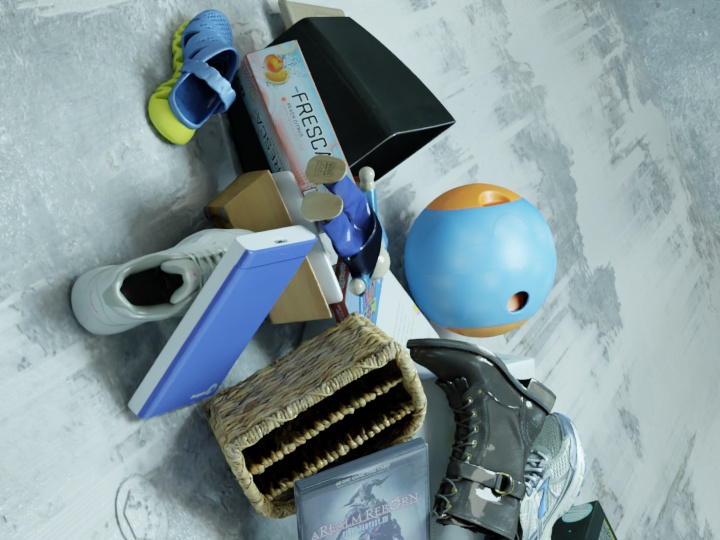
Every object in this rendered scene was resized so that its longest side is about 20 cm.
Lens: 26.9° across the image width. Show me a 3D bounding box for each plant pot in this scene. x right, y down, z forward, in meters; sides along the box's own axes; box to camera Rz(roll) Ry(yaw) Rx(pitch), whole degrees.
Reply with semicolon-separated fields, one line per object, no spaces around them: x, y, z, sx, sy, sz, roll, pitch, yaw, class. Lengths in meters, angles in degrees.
-0.040;-0.185;1.749;0.178;0.199;0.200;59;26;6;plant pot

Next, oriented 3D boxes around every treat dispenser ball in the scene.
0.156;-0.013;1.968;0.201;0.200;0.202;41;38;-43;treat dispenser ball

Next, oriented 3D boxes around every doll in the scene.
-0.006;-0.044;1.520;0.200;0.048;0.138;57;36;-60;doll

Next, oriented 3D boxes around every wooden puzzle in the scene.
-0.041;-0.257;1.960;0.200;0.037;0.187;-7;78;-67;wooden puzzle

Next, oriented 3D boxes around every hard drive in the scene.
-0.128;0.047;1.417;0.025;0.201;0.132;41;22;16;hard drive

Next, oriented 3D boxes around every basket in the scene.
-0.032;0.157;1.463;0.144;0.199;0.149;63;-10;-18;basket

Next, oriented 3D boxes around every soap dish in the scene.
-0.094;-0.023;1.556;0.200;0.081;0.158;-168;-125;-78;soap dish

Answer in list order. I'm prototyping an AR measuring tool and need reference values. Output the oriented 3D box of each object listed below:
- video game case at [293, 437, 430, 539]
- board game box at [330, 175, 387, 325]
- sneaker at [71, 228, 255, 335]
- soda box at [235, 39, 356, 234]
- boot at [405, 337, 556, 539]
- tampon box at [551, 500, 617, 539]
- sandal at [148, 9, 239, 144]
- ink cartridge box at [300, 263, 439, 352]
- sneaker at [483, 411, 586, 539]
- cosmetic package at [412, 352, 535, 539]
0.005;0.272;1.503;0.019;0.142;0.202;43;-37;50;video game case
0.000;0.000;1.654;0.201;0.019;0.103;-81;157;-45;board game box
-0.161;0.010;1.392;0.199;0.099;0.079;-22;96;-31;sneaker
-0.067;-0.139;1.612;0.063;0.068;0.201;-18;79;-20;soda box
0.110;0.176;1.540;0.199;0.069;0.175;28;73;-19;boot
0.242;0.408;1.894;0.127;0.149;0.200;62;27;-15;tampon box
-0.164;-0.220;1.643;0.079;0.087;0.201;45;34;-31;sandal
0.024;0.099;1.772;0.200;0.087;0.146;54;30;-31;ink cartridge box
0.178;0.243;1.616;0.085;0.077;0.202;29;73;-34;sneaker
0.089;0.202;1.663;0.199;0.122;0.201;-7;98;-40;cosmetic package
